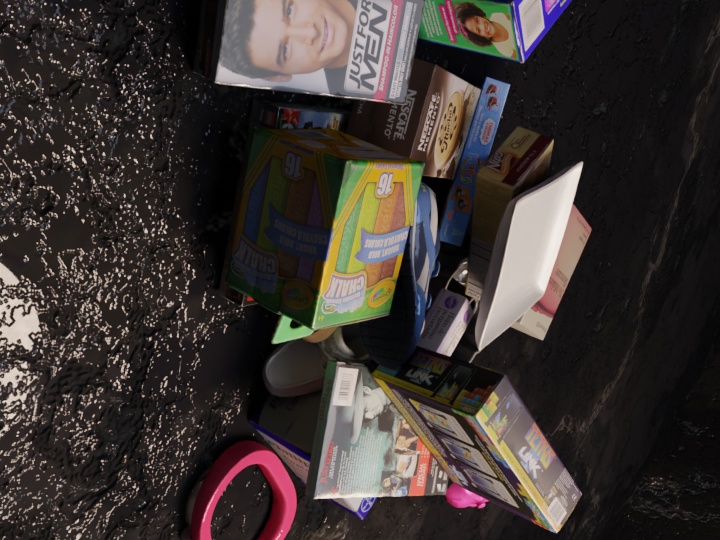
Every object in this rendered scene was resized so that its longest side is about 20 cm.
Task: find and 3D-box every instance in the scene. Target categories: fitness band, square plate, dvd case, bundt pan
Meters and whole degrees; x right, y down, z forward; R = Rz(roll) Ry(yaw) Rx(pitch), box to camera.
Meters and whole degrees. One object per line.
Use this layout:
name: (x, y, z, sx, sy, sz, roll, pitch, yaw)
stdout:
fitness band: (-0.140, 0.289, 1.011, 0.144, 0.037, 0.202, -51, 145, -28)
square plate: (0.204, -0.024, 1.057, 0.197, 0.028, 0.203, -30, 138, -49)
dvd case: (0.033, 0.180, 0.953, 0.197, 0.022, 0.149, 9, 91, -40)
bundt pan: (0.129, 0.038, 1.208, 0.201, 0.075, 0.205, -33, 134, -41)

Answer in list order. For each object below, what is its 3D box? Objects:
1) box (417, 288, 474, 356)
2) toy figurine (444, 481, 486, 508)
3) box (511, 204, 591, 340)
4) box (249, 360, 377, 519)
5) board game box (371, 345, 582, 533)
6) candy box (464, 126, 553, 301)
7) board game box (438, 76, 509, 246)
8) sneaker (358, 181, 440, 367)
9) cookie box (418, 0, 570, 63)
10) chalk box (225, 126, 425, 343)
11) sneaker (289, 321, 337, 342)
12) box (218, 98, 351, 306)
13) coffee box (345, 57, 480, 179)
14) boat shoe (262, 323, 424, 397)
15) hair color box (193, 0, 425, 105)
box: (0.070, 0.118, 1.016, 0.202, 0.038, 0.042, -58, 146, -17)
toy figurine: (0.135, 0.258, 1.250, 0.203, 0.182, 0.150, -63, 147, -7)
box: (0.267, -0.011, 1.348, 0.127, 0.108, 0.203, 29, 85, -57)
box: (-0.014, 0.176, 1.060, 0.185, 0.104, 0.201, -54, 144, -20)
board game box: (0.123, 0.174, 0.904, 0.057, 0.164, 0.201, -47, 122, -19)
candy box: (0.188, -0.065, 1.087, 0.116, 0.055, 0.202, -46, 148, -37)
board game box: (0.143, -0.141, 1.099, 0.151, 0.036, 0.204, -54, 160, -79)
sneaker: (0.047, 0.000, 0.886, 0.082, 0.073, 0.204, -11, 109, -58)
cookie box: (0.117, -0.310, 0.871, 0.172, 0.198, 0.076, -51, 143, -23)
chalk box: (-0.039, -0.022, 0.813, 0.123, 0.122, 0.204, -10, 117, -51)
sneaker: (0.000, 0.000, 0.937, 0.203, 0.066, 0.090, -63, 145, -15)
box: (-0.072, -0.070, 0.887, 0.136, 0.039, 0.204, -8, 116, -55)
coffee box: (0.061, -0.168, 0.944, 0.199, 0.079, 0.115, -12, 120, -68)
boat shoe: (-0.023, 0.079, 0.947, 0.197, 0.072, 0.069, -26, 168, 0)
hair color box: (-0.044, -0.212, 0.766, 0.197, 0.060, 0.101, -1, 111, -32)
